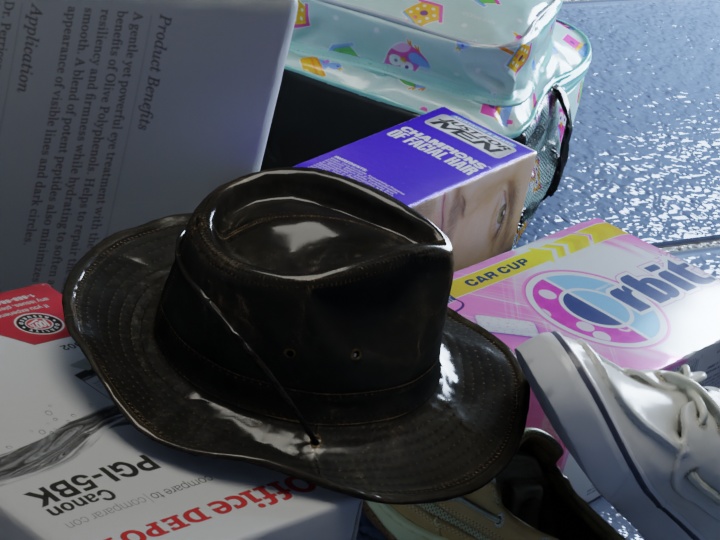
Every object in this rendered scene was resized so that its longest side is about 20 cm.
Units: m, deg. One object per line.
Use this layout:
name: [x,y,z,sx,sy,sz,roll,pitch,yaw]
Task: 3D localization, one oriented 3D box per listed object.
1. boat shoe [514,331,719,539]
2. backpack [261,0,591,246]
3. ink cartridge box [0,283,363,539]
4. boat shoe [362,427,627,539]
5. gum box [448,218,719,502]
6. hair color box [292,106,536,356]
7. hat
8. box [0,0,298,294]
boat shoe: [0.130,0.073,1.178,0.200,0.066,0.072,48,9,-46]
backpack: [0.035,-0.102,1.522,0.176,0.153,0.200,16,18,16]
ink cartridge box: [-0.120,0.094,1.115,0.200,0.083,0.147,31,30,33]
boat shoe: [0.065,0.099,1.203,0.072,0.076,0.200,-9,34,-39]
gum box: [0.107,0.042,1.350,0.113,0.066,0.200,30,30,28]
hair color box: [0.000,0.000,1.336,0.065,0.109,0.200,26,29,24]
hat: [-0.017,0.007,1.135,0.201,0.081,0.201,14,31,-8]
box: [-0.153,-0.088,1.334,0.171,0.199,0.200,3,27,-22]
